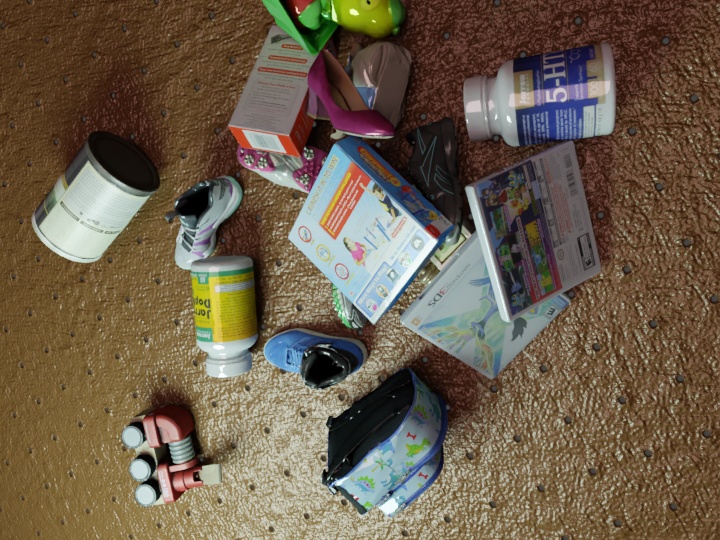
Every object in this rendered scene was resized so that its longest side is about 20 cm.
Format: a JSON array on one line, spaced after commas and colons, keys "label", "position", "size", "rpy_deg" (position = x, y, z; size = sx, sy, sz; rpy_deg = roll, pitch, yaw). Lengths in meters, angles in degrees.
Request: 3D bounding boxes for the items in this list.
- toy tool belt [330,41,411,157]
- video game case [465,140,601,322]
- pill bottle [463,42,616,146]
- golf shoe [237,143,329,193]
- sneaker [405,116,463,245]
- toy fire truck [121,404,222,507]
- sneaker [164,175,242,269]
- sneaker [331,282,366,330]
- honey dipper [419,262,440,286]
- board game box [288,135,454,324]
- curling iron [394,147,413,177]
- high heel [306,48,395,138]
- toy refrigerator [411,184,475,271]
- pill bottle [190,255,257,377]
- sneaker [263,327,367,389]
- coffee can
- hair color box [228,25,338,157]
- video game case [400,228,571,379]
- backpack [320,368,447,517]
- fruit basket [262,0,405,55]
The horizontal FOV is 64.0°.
[{"label": "toy tool belt", "position": [0.003, -0.260, 0.918], "size": [0.122, 0.123, 0.204], "rpy_deg": [24, 103, 47]}, {"label": "video game case", "position": [0.250, -0.056, 0.817], "size": [0.180, 0.023, 0.204], "rpy_deg": [-24, 106, -18]}, {"label": "pill bottle", "position": [0.251, -0.242, 0.817], "size": [0.196, 0.119, 0.123], "rpy_deg": [-4, 96, 19]}, {"label": "golf shoe", "position": [-0.108, -0.173, 0.980], "size": [0.197, 0.092, 0.077], "rpy_deg": [23, 85, 2]}, {"label": "sneaker", "position": [0.111, -0.129, 0.856], "size": [0.077, 0.076, 0.204], "rpy_deg": [-5, 67, 6]}, {"label": "toy fire truck", "position": [-0.346, 0.356, 1.117], "size": [0.196, 0.129, 0.180], "rpy_deg": [-11, 93, 8]}, {"label": "sneaker", "position": [-0.304, -0.083, 1.022], "size": [0.077, 0.140, 0.202], "rpy_deg": [36, 107, 11]}, {"label": "sneaker", "position": [0.000, 0.000, 0.960], "size": [0.083, 0.078, 0.205], "rpy_deg": [5, 98, 18]}, {"label": "honey dipper", "position": [0.060, -0.027, 0.926], "size": [0.198, 0.038, 0.038], "rpy_deg": [33, 107, -5]}, {"label": "board game box", "position": [0.007, -0.056, 0.848], "size": [0.196, 0.056, 0.201], "rpy_deg": [44, 133, 9]}, {"label": "curling iron", "position": [0.048, -0.164, 0.951], "size": [0.197, 0.025, 0.051], "rpy_deg": [-22, 71, 25]}, {"label": "high heel", "position": [-0.015, -0.248, 0.807], "size": [0.199, 0.067, 0.098], "rpy_deg": [32, 119, 40]}, {"label": "toy refrigerator", "position": [0.140, -0.047, 0.909], "size": [0.076, 0.070, 0.201], "rpy_deg": [-44, 83, 19]}, {"label": "pill bottle", "position": [-0.242, 0.080, 1.038], "size": [0.110, 0.113, 0.205], "rpy_deg": [0, 98, 19]}, {"label": "sneaker", "position": [-0.096, 0.152, 0.996], "size": [0.196, 0.111, 0.079], "rpy_deg": [5, 99, 19]}, {"label": "coffee can", "position": [-0.494, -0.135, 1.079], "size": [0.200, 0.146, 0.147], "rpy_deg": [-42, 83, 19]}, {"label": "hair color box", "position": [-0.120, -0.289, 0.924], "size": [0.109, 0.064, 0.204], "rpy_deg": [12, 72, 17]}, {"label": "video game case", "position": [0.189, 0.058, 0.872], "size": [0.198, 0.022, 0.183], "rpy_deg": [31, 112, -22]}, {"label": "backpack", "position": [0.052, 0.271, 0.929], "size": [0.147, 0.184, 0.200], "rpy_deg": [41, 106, -15]}, {"label": "fruit basket", "position": [-0.031, -0.428, 0.858], "size": [0.211, 0.156, 0.220], "rpy_deg": [-10, 63, 20]}]
